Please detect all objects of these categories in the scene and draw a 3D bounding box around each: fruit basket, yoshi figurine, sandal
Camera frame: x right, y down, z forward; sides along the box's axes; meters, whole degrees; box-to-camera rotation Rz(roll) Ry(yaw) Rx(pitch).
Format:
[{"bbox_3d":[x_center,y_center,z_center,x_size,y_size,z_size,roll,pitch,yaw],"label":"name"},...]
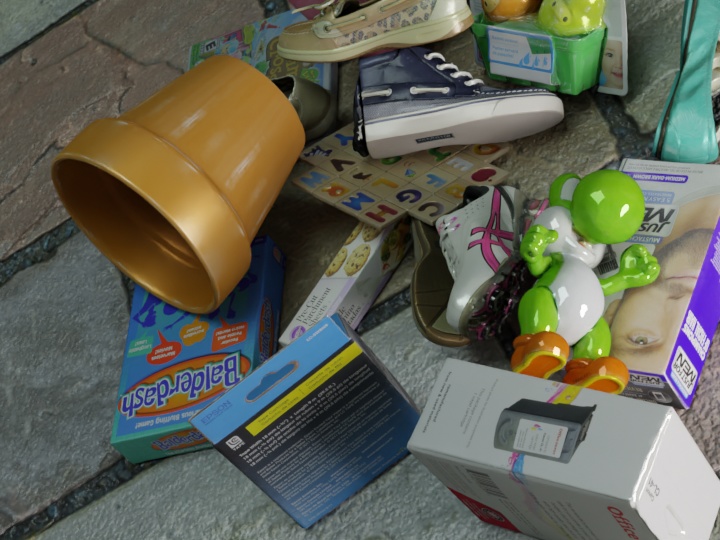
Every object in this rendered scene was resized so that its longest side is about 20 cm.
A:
[{"bbox_3d":[0.163,-0.265,1.573,0.184,0.202,0.094,17,40,39],"label":"fruit basket"},{"bbox_3d":[0.179,-0.004,1.357,0.111,0.113,0.202,-2,54,15],"label":"yoshi figurine"},{"bbox_3d":[0.074,0.008,1.522,0.201,0.080,0.054,-95,22,-54],"label":"sandal"}]

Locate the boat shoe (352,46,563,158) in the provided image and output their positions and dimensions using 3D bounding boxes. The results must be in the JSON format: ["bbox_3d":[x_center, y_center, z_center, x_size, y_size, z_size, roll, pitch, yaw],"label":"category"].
[{"bbox_3d":[0.086,-0.168,1.596,0.198,0.075,0.094,-7,73,6],"label":"boat shoe"}]

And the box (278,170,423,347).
[{"bbox_3d":[0.000,0.000,1.591,0.041,0.039,0.201,22,71,41],"label":"box"}]

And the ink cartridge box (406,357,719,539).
[{"bbox_3d":[0.158,0.150,1.306,0.199,0.148,0.086,10,64,35],"label":"ink cartridge box"}]

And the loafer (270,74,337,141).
[{"bbox_3d":[-0.121,-0.153,1.731,0.198,0.068,0.076,-19,50,20],"label":"loafer"}]

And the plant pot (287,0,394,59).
[{"bbox_3d":[0.022,-0.312,1.717,0.180,0.199,0.200,-52,45,10],"label":"plant pot"}]

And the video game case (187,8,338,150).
[{"bbox_3d":[-0.107,-0.185,1.807,0.181,0.022,0.202,-16,51,22],"label":"video game case"}]

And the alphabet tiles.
[{"bbox_3d":[0.037,-0.099,1.612,0.166,0.006,0.199,-31,39,-28],"label":"alphabet tiles"}]

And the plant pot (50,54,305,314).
[{"bbox_3d":[-0.153,-0.095,1.597,0.199,0.201,0.184,20,59,40],"label":"plant pot"}]

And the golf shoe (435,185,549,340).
[{"bbox_3d":[0.100,-0.008,1.459,0.091,0.073,0.200,19,33,10],"label":"golf shoe"}]

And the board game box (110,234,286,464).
[{"bbox_3d":[-0.152,0.074,1.628,0.151,0.045,0.202,-14,52,23],"label":"board game box"}]

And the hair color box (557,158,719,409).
[{"bbox_3d":[0.242,0.007,1.416,0.108,0.065,0.201,6,63,35],"label":"hair color box"}]

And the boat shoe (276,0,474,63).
[{"bbox_3d":[0.009,-0.240,1.613,0.198,0.063,0.073,-8,22,23],"label":"boat shoe"}]

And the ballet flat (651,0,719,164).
[{"bbox_3d":[0.308,-0.174,1.518,0.070,0.068,0.202,11,62,10],"label":"ballet flat"}]

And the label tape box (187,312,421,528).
[{"bbox_3d":[-0.048,0.111,1.426,0.144,0.200,0.063,-37,46,3],"label":"label tape box"}]
